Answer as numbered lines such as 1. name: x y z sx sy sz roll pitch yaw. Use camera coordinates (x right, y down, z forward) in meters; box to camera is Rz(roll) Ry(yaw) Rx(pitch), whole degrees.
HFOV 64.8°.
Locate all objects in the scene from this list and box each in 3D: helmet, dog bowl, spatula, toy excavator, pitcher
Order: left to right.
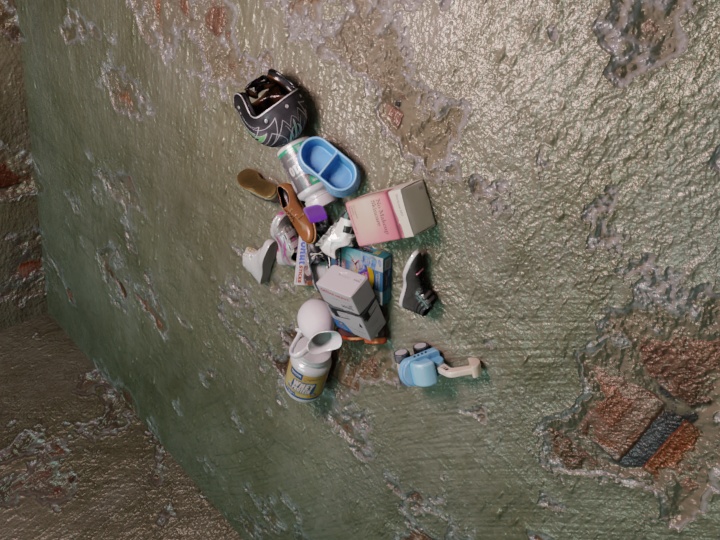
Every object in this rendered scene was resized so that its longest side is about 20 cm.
1. helmet: -0.242 -0.444 1.594 0.191 0.200 0.201 44 133 12
2. pitcher: -0.157 0.188 1.806 0.200 0.170 0.122 -116 4 -57
3. spatula: -0.109 -0.134 1.668 0.056 0.200 0.021 -15 64 10
4. dog bowl: -0.088 -0.290 1.565 0.200 0.050 0.112 40 89 1
5. toy excavator: 0.214 0.277 1.588 0.200 0.193 0.101 -152 47 -65

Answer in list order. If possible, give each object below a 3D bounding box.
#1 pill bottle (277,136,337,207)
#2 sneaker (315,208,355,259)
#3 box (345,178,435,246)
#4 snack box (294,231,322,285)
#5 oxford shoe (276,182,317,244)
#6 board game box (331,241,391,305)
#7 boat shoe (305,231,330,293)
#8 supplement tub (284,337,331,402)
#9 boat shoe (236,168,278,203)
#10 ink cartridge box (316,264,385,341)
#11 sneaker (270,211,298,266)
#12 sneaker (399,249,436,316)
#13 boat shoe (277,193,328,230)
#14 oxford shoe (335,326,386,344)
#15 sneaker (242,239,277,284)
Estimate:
1. pill bottle: -0.150 -0.274 1.648 0.113 0.113 0.201 -25 93 46
2. sneaker: -0.037 -0.118 1.636 0.088 0.074 0.200 42 112 1
3. box: 0.078 -0.150 1.504 0.199 0.109 0.129 -8 104 44
4. snack box: -0.169 -0.040 1.814 0.024 0.071 0.202 -101 17 -55
5. oxford shoe: -0.194 -0.165 1.674 0.071 0.071 0.201 -31 83 31
6. board game box: 0.000 0.000 1.694 0.199 0.047 0.153 19 122 34
7. boat shoe: -0.125 -0.027 1.737 0.075 0.060 0.202 -15 97 1
8. supplement tub: -0.179 0.339 1.954 0.144 0.144 0.201 36 131 23
9. boat shoe: -0.332 -0.268 1.847 0.200 0.073 0.065 37 168 37
10. ink cartridge box: -0.027 0.096 1.666 0.144 0.084 0.201 18 145 38
11. sneaker: -0.228 -0.098 1.832 0.088 0.081 0.202 17 134 31
12. sneaker: 0.168 0.039 1.550 0.099 0.071 0.202 28 133 27
13. boat shoe: -0.183 -0.189 1.741 0.199 0.070 0.066 37 173 31
14. oxford shoe: 0.002 0.185 1.782 0.198 0.071 0.073 2 92 37
15. sneaker: -0.360 -0.054 1.975 0.115 0.073 0.201 40 133 16
